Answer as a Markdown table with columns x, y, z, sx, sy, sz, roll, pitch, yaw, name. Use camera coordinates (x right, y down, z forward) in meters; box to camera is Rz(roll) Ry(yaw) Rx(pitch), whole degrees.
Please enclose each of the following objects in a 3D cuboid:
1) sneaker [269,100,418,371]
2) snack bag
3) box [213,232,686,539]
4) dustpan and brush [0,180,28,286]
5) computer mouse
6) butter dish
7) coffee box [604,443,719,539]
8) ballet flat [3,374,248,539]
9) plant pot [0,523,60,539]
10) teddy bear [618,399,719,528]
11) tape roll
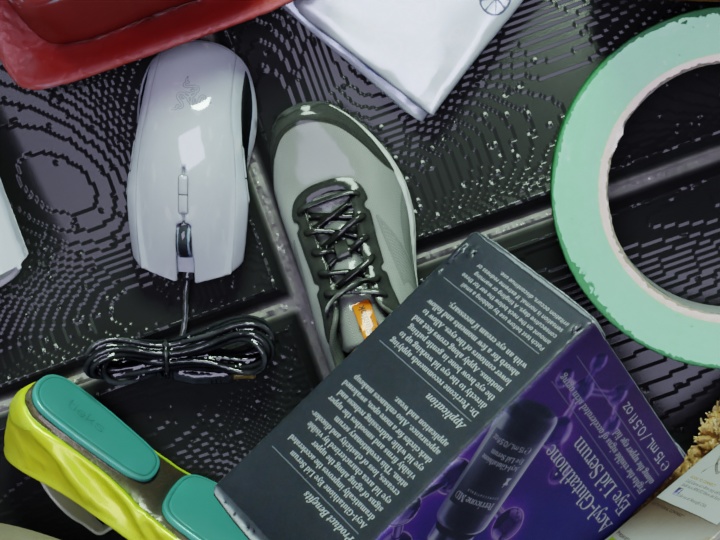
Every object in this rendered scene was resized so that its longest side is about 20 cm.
| x | y | z | sx | sy | sz | roll | pitch | yaw | name |
| --- | --- | --- | --- | --- | --- | --- | --- | --- | --- |
| 0.000 | 0.000 | 1.104 | 0.074 | 0.079 | 0.200 | -19 | 92 | 8 | sneaker |
| 0.017 | -0.217 | 1.111 | 0.200 | 0.021 | 0.189 | 39 | 97 | 0 | snack bag |
| 0.050 | 0.107 | 1.037 | 0.200 | 0.148 | 0.104 | -46 | 46 | -5 | box |
| -0.300 | -0.025 | 1.144 | 0.200 | 0.057 | 0.140 | -22 | 81 | 0 | dustpan and brush |
| -0.101 | -0.032 | 1.126 | 0.110 | 0.044 | 0.200 | 2 | 95 | 5 | computer mouse |
| -0.142 | -0.218 | 1.050 | 0.200 | 0.148 | 0.200 | -18 | 87 | 10 | butter dish |
| 0.207 | 0.160 | 1.027 | 0.200 | 0.080 | 0.113 | -40 | 105 | -5 | coffee box |
| -0.124 | 0.139 | 1.140 | 0.200 | 0.067 | 0.067 | 36 | 118 | 3 | ballet flat |
| -0.158 | 0.245 | 1.097 | 0.134 | 0.200 | 0.200 | 8 | 96 | -22 | plant pot |
| 0.227 | 0.128 | 1.111 | 0.200 | 0.067 | 0.145 | -29 | 102 | 0 | teddy bear |
| 0.206 | -0.046 | 1.098 | 0.200 | 0.048 | 0.201 | 0 | 96 | 4 | tape roll |
